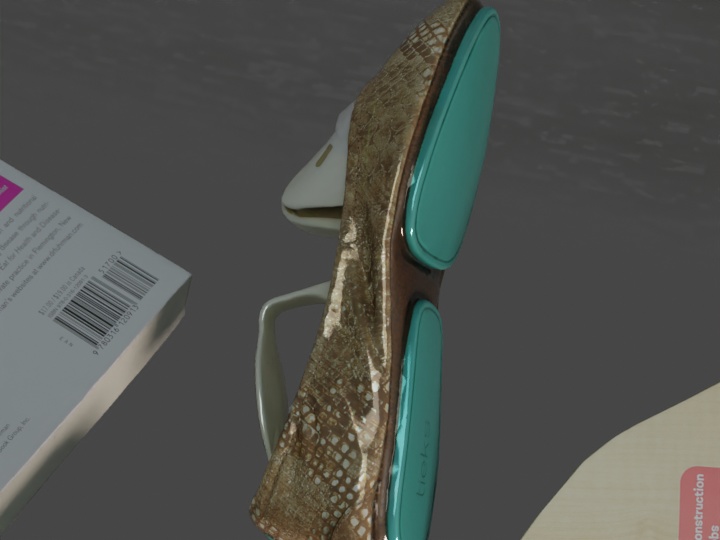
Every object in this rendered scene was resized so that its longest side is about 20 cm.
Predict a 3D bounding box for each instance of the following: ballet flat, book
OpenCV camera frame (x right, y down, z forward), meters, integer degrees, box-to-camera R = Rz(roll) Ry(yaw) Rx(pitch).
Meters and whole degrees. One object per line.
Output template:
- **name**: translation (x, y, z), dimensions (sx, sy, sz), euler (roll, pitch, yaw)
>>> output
- **ballet flat**: translation (0.000, 0.000, 0.822), dimensions (0.065, 0.071, 0.201), euler (5, 73, 20)
- **book**: translation (-0.174, -0.002, 0.820), dimensions (0.199, 0.048, 0.134), euler (31, 51, 11)

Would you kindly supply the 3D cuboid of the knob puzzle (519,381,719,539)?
- **knob puzzle**: translation (0.130, 0.129, 0.798), dimensions (0.218, 0.030, 0.221), euler (-1, 77, 3)
